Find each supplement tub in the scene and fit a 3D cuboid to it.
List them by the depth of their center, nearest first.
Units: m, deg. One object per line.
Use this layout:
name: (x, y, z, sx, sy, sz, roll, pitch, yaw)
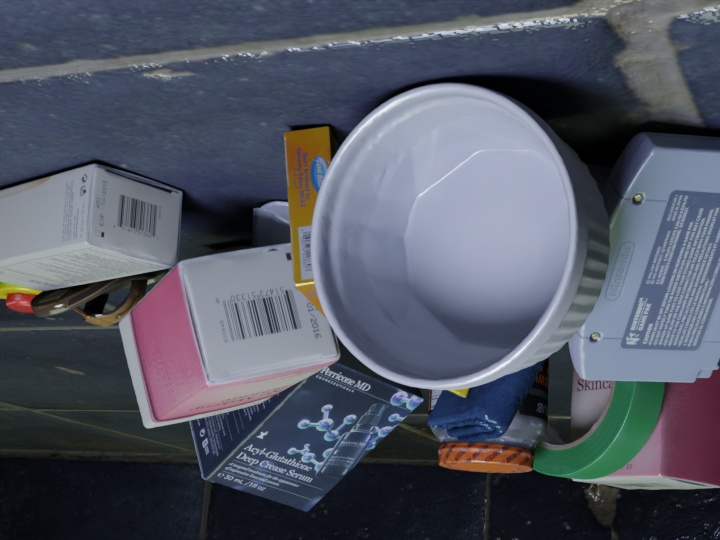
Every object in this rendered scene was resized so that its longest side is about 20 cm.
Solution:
supplement tub: (0.131, 0.100, 1.319, 0.121, 0.202, 0.123, 3, 167, 1)

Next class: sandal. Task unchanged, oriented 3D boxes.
sandal: (-0.251, 0.027, 1.300, 0.081, 0.055, 0.200, -15, -178, 18)

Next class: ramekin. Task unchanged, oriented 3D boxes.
ramekin: (0.074, -0.019, 0.884, 0.199, 0.202, 0.105, -5, 173, 31)

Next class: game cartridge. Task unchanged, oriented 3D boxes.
game cartridge: (0.224, -0.007, 0.949, 0.132, 0.042, 0.201, 5, 122, -10)

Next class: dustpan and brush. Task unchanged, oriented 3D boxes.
dustpan and brush: (0.000, 0.000, 1.196, 0.199, 0.057, 0.140, 27, 151, 10)

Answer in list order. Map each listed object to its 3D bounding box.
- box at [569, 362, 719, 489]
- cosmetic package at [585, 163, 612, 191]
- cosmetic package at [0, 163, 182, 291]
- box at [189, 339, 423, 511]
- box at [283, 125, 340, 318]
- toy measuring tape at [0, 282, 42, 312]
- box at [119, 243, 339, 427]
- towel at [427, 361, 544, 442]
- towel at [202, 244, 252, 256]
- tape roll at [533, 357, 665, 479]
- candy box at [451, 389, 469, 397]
box: (0.303, 0.127, 1.379, 0.108, 0.202, 0.127, 15, 162, -38)
cosmetic package: (0.194, -0.018, 1.000, 0.198, 0.071, 0.102, 8, 123, -17)
cosmetic package: (-0.261, -0.034, 1.156, 0.199, 0.072, 0.105, -8, 164, 40)
box: (-0.060, 0.139, 1.364, 0.148, 0.107, 0.200, 25, 119, -38)
box: (-0.017, -0.023, 1.030, 0.041, 0.120, 0.200, -8, 165, 10)
toy measuring tape: (-0.372, 0.014, 1.396, 0.073, 0.074, 0.199, 15, 162, -38)
box: (-0.121, 0.060, 1.159, 0.127, 0.110, 0.200, -10, 168, -27)
towel: (0.142, 0.067, 1.198, 0.048, 0.201, 0.111, 37, 157, -14)
towel: (-0.056, 0.009, 1.354, 0.132, 0.035, 0.199, -8, 162, 37)
tape roll: (0.224, 0.113, 1.346, 0.048, 0.202, 0.200, 13, 164, -36)
candy box: (0.033, 0.068, 1.228, 0.101, 0.027, 0.200, 22, -176, -15)
